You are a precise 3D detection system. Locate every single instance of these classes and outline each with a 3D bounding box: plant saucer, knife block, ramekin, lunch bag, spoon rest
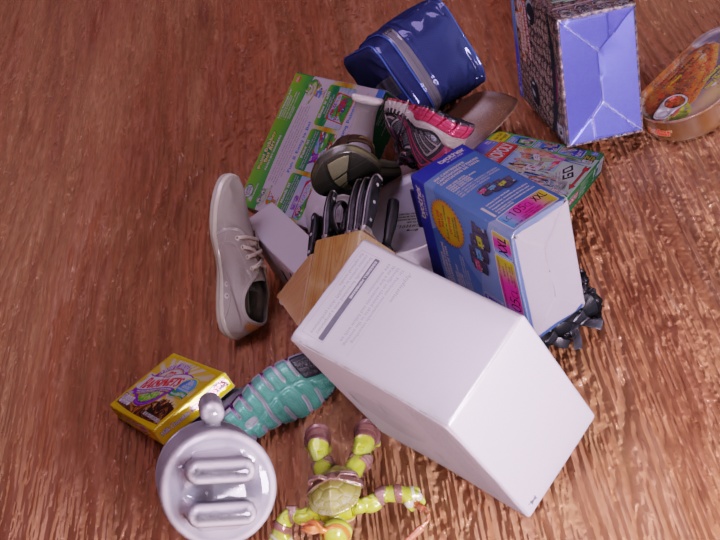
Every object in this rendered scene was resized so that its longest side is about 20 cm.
[{"bbox_3d":[0.106,-0.166,1.753,0.200,0.037,0.200,-37,10,8],"label":"plant saucer"},{"bbox_3d":[0.000,0.000,1.502,0.176,0.064,0.200,-51,40,10],"label":"knife block"},{"bbox_3d":[0.077,-0.035,1.612,0.201,0.094,0.203,-19,34,13],"label":"ramekin"},{"bbox_3d":[0.059,-0.263,1.866,0.132,0.136,0.200,-35,7,-13],"label":"lunch bag"},{"bbox_3d":[-0.008,-0.117,1.720,0.099,0.201,0.061,13,13,0],"label":"spoon rest"}]

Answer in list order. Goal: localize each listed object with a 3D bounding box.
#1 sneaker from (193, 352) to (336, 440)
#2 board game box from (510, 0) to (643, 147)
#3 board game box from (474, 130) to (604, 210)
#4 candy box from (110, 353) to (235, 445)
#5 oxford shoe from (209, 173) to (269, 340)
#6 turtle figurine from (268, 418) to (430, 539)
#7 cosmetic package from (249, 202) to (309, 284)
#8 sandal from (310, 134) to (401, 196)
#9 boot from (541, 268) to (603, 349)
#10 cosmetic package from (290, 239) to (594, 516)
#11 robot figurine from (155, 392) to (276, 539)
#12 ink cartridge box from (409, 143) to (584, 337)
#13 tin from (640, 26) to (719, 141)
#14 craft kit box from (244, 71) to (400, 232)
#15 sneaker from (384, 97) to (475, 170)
[{"bbox_3d":[-0.115,0.137,1.542,0.199,0.075,0.088,-33,29,-7],"label":"sneaker"},{"bbox_3d":[0.259,-0.264,1.697,0.096,0.160,0.200,-12,27,-6],"label":"board game box"},{"bbox_3d":[0.189,-0.111,1.580,0.134,0.029,0.200,15,23,16],"label":"board game box"},{"bbox_3d":[-0.217,0.143,1.598,0.102,0.026,0.200,-37,17,-18],"label":"candy box"},{"bbox_3d":[-0.141,-0.018,1.688,0.057,0.201,0.075,-6,-4,31],"label":"oxford shoe"},{"bbox_3d":[-0.031,0.218,1.376,0.199,0.065,0.162,-19,34,14],"label":"turtle figurine"},{"bbox_3d":[-0.072,-0.006,1.692,0.051,0.083,0.200,-34,33,-10],"label":"cosmetic package"},{"bbox_3d":[-0.011,-0.122,1.593,0.079,0.058,0.201,-22,-6,13],"label":"sandal"},{"bbox_3d":[0.146,0.039,1.482,0.162,0.074,0.198,-39,42,-11],"label":"boot"},{"bbox_3d":[0.079,0.098,1.288,0.200,0.199,0.123,28,76,39],"label":"cosmetic package"},{"bbox_3d":[-0.145,0.207,1.390,0.112,0.171,0.200,2,-2,-10],"label":"robot figurine"},{"bbox_3d":[0.128,-0.036,1.418,0.076,0.137,0.200,-30,37,-19],"label":"ink cartridge box"},{"bbox_3d":[0.416,-0.226,1.676,0.200,0.042,0.112,-43,32,-20],"label":"tin"},{"bbox_3d":[-0.055,-0.150,1.831,0.197,0.048,0.201,21,86,46],"label":"craft kit box"},{"bbox_3d":[0.065,-0.152,1.617,0.200,0.080,0.075,-139,69,-75],"label":"sneaker"}]
